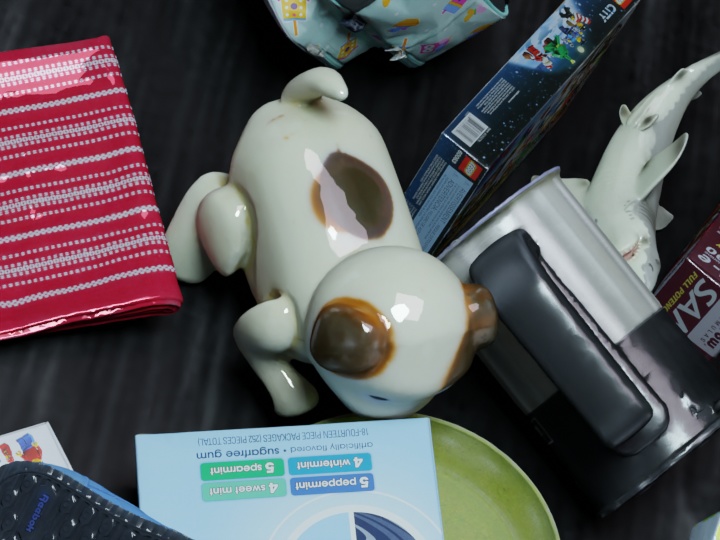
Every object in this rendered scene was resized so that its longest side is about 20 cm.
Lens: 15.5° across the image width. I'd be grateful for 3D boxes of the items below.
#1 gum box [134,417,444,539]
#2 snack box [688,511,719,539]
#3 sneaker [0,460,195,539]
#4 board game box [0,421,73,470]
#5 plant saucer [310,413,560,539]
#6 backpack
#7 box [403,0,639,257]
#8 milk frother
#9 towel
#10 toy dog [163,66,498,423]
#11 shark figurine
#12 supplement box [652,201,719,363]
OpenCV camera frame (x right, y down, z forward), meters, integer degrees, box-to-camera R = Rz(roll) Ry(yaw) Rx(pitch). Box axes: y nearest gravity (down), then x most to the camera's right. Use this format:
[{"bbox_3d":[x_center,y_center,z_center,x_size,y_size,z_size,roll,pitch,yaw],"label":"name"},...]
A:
[{"bbox_3d":[-0.036,0.182,1.465,0.169,0.045,0.201,-3,57,-6],"label":"gum box"},{"bbox_3d":[0.233,0.260,1.546,0.142,0.053,0.201,24,70,-6],"label":"snack box"},{"bbox_3d":[-0.112,0.165,1.408,0.200,0.078,0.066,31,85,18],"label":"sneaker"},{"bbox_3d":[-0.234,0.167,1.441,0.199,0.035,0.127,-16,66,-31],"label":"board game box"},{"bbox_3d":[0.016,0.174,1.520,0.199,0.031,0.201,3,56,-4],"label":"plant saucer"},{"bbox_3d":[0.005,-0.218,1.716,0.200,0.153,0.176,19,39,-61],"label":"backpack"},{"bbox_3d":[0.092,-0.093,1.692,0.038,0.137,0.200,38,52,6],"label":"box"},{"bbox_3d":[0.169,0.014,1.600,0.200,0.181,0.188,-38,85,-10],"label":"milk frother"},{"bbox_3d":[-0.196,-0.050,1.591,0.144,0.023,0.201,-9,63,-16],"label":"towel"},{"bbox_3d":[0.000,0.000,1.545,0.139,0.194,0.200,0,39,-34],"label":"toy dog"},{"bbox_3d":[0.205,-0.072,1.761,0.215,0.128,0.090,-56,133,-15],"label":"shark figurine"},{"bbox_3d":[0.256,-0.021,1.737,0.061,0.109,0.200,38,51,3],"label":"supplement box"}]
